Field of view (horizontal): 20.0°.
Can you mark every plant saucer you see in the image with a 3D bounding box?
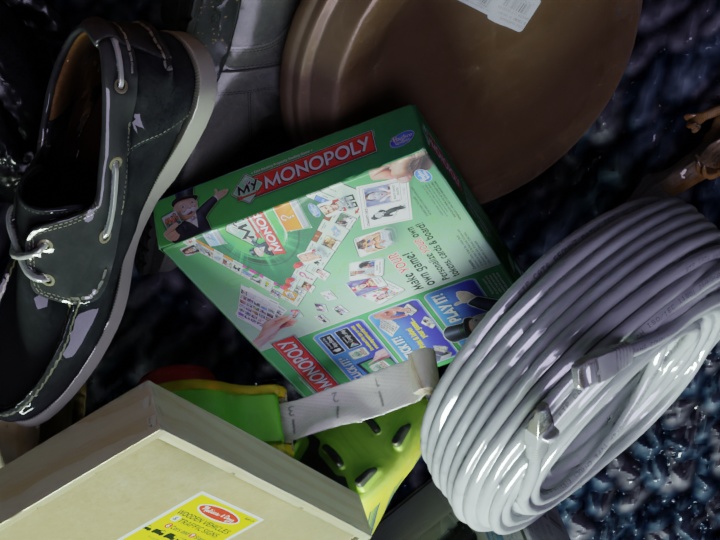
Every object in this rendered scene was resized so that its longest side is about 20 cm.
[{"bbox_3d":[0.055,-0.105,0.979,0.200,0.029,0.200,-18,133,-20],"label":"plant saucer"}]

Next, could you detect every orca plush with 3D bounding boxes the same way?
[{"bbox_3d":[-0.176,-0.058,0.961,0.105,0.071,0.200,-16,126,-2],"label":"orca plush"}]

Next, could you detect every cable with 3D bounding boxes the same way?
[{"bbox_3d":[0.114,0.051,1.047,0.200,0.069,0.200,-33,158,-36],"label":"cable"}]

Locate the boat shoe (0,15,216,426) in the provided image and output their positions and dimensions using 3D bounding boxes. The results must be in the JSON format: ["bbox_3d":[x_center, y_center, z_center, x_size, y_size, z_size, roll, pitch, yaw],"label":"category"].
[{"bbox_3d":[-0.136,-0.021,0.924,0.068,0.072,0.200,4,116,-53],"label":"boat shoe"}]

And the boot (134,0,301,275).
[{"bbox_3d":[-0.038,-0.078,0.989,0.130,0.068,0.200,4,123,-23],"label":"boot"}]

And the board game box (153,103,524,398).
[{"bbox_3d":[0.000,0.000,1.012,0.134,0.029,0.200,-19,149,12],"label":"board game box"}]

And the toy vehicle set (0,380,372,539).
[{"bbox_3d":[-0.095,0.124,1.008,0.124,0.027,0.200,-30,147,16],"label":"toy vehicle set"}]

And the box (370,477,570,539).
[{"bbox_3d":[0.028,0.200,1.156,0.200,0.117,0.060,-40,123,14],"label":"box"}]

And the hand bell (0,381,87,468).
[{"bbox_3d":[-0.245,0.063,1.021,0.199,0.104,0.104,4,123,4],"label":"hand bell"}]

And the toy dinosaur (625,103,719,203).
[{"bbox_3d":[0.232,-0.076,1.069,0.199,0.061,0.106,-10,146,4],"label":"toy dinosaur"}]

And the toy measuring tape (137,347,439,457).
[{"bbox_3d":[-0.060,0.073,1.029,0.200,0.074,0.074,-19,128,26],"label":"toy measuring tape"}]

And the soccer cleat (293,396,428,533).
[{"bbox_3d":[-0.023,0.150,1.132,0.200,0.065,0.084,-54,142,-1],"label":"soccer cleat"}]
